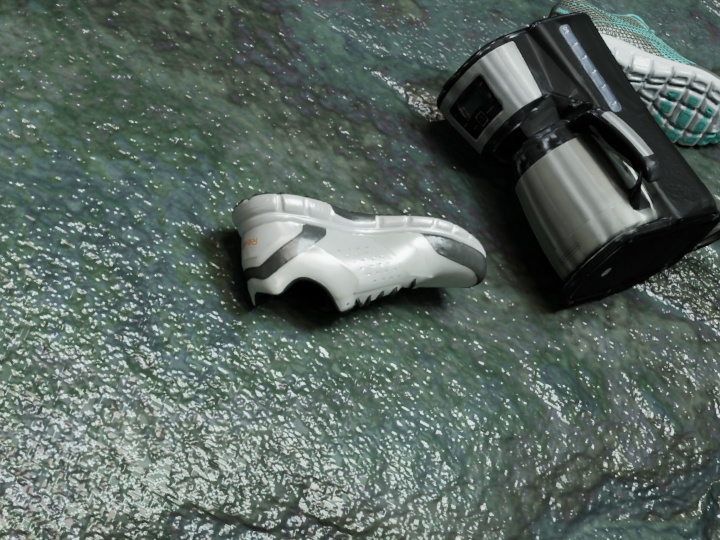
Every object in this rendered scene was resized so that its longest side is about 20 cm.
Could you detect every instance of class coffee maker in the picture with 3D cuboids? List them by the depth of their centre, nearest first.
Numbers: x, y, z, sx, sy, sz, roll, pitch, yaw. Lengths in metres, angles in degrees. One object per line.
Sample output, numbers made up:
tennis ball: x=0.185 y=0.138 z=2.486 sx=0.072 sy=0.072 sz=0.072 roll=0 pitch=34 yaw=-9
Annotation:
coffee maker: x=0.178 y=-0.089 z=1.778 sx=0.200 sy=0.135 sz=0.192 roll=59 pitch=24 yaw=17

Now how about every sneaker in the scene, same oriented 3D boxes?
sneaker: x=0.000 y=0.000 z=1.625 sx=0.199 sy=0.074 sz=0.080 roll=7 pitch=68 yaw=-24
sneaker: x=0.241 y=-0.177 z=1.911 sx=0.200 sy=0.078 sz=0.091 roll=24 pitch=43 yaw=-19
